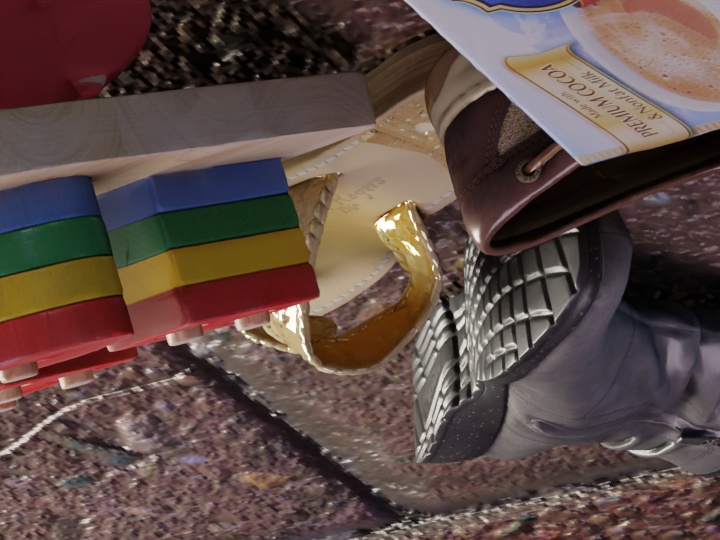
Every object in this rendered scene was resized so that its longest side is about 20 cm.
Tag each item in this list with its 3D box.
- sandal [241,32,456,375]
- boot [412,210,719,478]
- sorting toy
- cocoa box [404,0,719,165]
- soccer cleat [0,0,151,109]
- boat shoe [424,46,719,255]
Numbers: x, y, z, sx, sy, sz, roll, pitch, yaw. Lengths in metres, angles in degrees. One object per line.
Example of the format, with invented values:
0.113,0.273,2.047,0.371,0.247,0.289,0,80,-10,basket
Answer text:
-0.005,-0.001,0.986,0.077,0.070,0.212,16,148,-25,sandal
0.100,0.020,1.041,0.131,0.070,0.200,3,162,-11,boot
-0.121,0.006,0.905,0.200,0.070,0.199,-18,176,34,sorting toy
0.059,-0.136,0.676,0.131,0.134,0.200,-16,147,29,cocoa box
-0.162,-0.063,0.900,0.200,0.077,0.067,-21,126,3,soccer cleat
0.119,-0.054,0.868,0.200,0.072,0.072,-17,148,8,boat shoe
